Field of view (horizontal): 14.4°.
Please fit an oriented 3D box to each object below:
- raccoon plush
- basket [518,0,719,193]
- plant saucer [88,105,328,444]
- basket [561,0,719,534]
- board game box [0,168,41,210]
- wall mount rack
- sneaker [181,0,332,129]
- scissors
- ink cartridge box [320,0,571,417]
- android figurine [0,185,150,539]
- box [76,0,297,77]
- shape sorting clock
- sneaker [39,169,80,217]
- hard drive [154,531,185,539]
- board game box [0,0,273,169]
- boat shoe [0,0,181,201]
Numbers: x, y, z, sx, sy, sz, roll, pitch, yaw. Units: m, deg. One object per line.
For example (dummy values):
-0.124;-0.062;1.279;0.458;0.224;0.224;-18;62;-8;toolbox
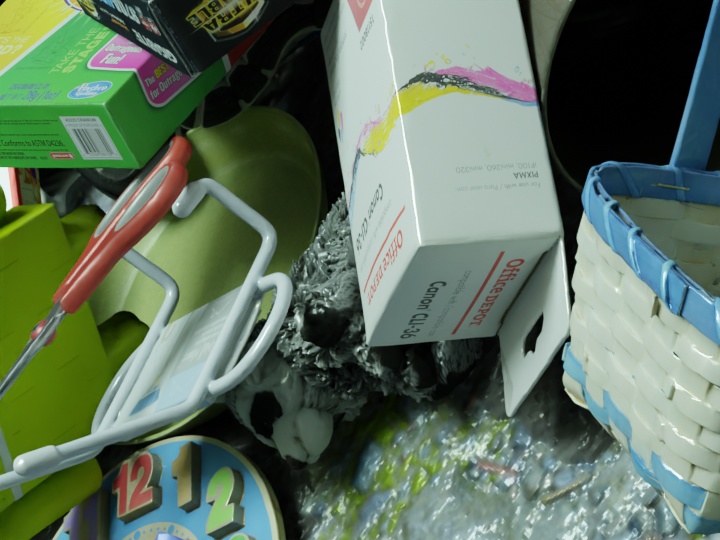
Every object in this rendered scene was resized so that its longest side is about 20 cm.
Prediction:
0.000;0.000;1.387;0.134;0.097;0.201;-17;42;52;raccoon plush
0.119;-0.148;1.314;0.181;0.136;0.200;-51;32;9;basket
-0.083;0.007;1.519;0.199;0.031;0.201;-31;42;32;plant saucer
0.165;-0.009;1.120;0.177;0.138;0.201;-125;42;-53;basket
-0.241;0.030;1.541;0.150;0.046;0.201;-15;68;10;board game box
-0.117;0.050;1.345;0.200;0.074;0.174;-27;32;58;wall mount rack
-0.035;-0.161;1.549;0.199;0.079;0.090;-33;15;9;sneaker
-0.142;0.020;1.343;0.200;0.014;0.073;-52;16;4;scissors
0.036;-0.044;1.259;0.117;0.067;0.201;114;149;-64;ink cartridge box
-0.184;0.047;1.415;0.041;0.183;0.200;-2;24;40;android figurine
-0.039;-0.181;1.349;0.200;0.046;0.159;-38;27;-10;box
-0.111;0.176;1.414;0.199;0.039;0.201;-31;43;33;shape sorting clock
-0.135;-0.114;1.653;0.200;0.072;0.072;-48;63;7;sneaker
-0.066;0.232;1.252;0.025;0.131;0.201;96;-165;-73;hard drive
-0.115;-0.129;1.439;0.152;0.040;0.200;2;42;41;board game box
-0.162;-0.122;1.593;0.073;0.063;0.202;-34;62;13;boat shoe
